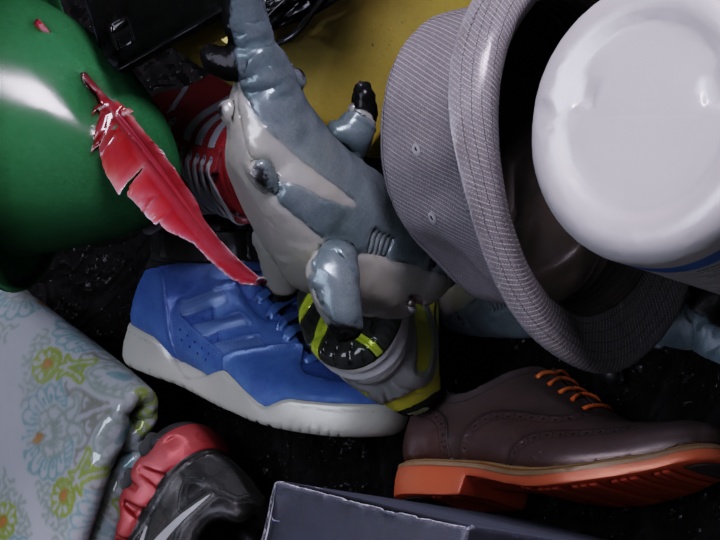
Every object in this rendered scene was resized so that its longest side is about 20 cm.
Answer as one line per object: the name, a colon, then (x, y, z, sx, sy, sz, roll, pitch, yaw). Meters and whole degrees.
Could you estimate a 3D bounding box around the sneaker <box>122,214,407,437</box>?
sneaker: (-0.048, 0.019, 1.588, 0.200, 0.077, 0.112, 19, 102, 45)

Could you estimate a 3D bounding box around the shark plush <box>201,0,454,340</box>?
shark plush: (-0.025, -0.060, 1.405, 0.200, 0.083, 0.091, 62, 166, -12)

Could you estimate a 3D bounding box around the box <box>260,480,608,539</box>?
box: (0.039, 0.215, 1.405, 0.124, 0.200, 0.197, 9, 87, 36)

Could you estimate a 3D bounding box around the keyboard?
keyboard: (-0.045, -0.155, 1.432, 0.200, 0.040, 0.104, -27, 64, 24)

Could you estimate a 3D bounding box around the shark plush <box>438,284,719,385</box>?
shark plush: (0.128, 0.017, 1.486, 0.200, 0.091, 0.084, 14, 114, 23)

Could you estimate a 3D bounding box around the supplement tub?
supplement tub: (0.182, -0.052, 1.348, 0.132, 0.200, 0.132, -8, 77, 36)

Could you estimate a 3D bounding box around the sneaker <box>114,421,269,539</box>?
sneaker: (-0.109, 0.188, 1.605, 0.098, 0.071, 0.201, 31, 99, 40)

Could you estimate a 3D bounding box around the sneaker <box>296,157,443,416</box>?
sneaker: (0.000, 0.000, 1.547, 0.075, 0.076, 0.200, -24, 39, 16)

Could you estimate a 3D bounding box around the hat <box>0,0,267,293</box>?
hat: (-0.098, -0.063, 1.473, 0.176, 0.166, 0.201, 0, 71, 16)

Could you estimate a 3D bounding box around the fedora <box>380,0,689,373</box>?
fedora: (0.074, -0.049, 1.389, 0.090, 0.177, 0.200, -3, 118, 38)

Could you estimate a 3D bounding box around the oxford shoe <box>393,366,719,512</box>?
oxford shoe: (0.100, 0.080, 1.470, 0.200, 0.071, 0.073, -5, 73, 37)

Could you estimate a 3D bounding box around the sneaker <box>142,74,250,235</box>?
sneaker: (-0.083, -0.052, 1.542, 0.112, 0.071, 0.200, -24, 21, 5)

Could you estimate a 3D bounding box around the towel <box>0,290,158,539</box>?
towel: (-0.197, 0.125, 1.688, 0.171, 0.048, 0.200, 31, 107, 44)

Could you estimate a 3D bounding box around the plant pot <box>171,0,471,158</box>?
plant pot: (0.017, -0.165, 1.510, 0.176, 0.200, 0.200, 45, 112, 21)
